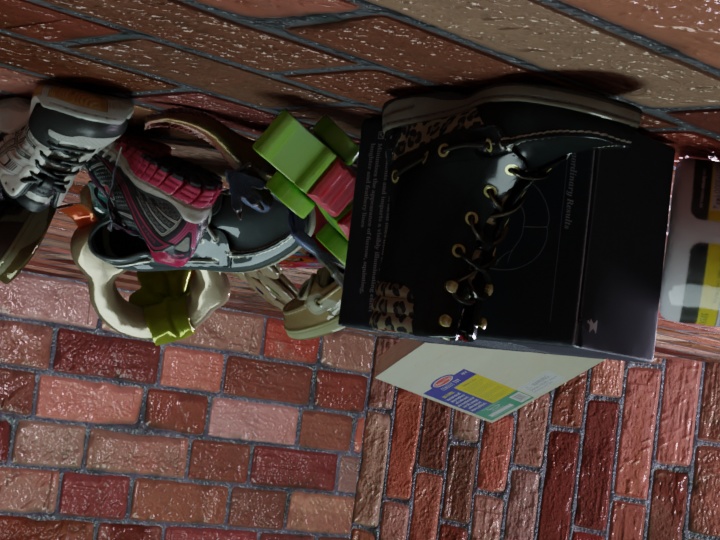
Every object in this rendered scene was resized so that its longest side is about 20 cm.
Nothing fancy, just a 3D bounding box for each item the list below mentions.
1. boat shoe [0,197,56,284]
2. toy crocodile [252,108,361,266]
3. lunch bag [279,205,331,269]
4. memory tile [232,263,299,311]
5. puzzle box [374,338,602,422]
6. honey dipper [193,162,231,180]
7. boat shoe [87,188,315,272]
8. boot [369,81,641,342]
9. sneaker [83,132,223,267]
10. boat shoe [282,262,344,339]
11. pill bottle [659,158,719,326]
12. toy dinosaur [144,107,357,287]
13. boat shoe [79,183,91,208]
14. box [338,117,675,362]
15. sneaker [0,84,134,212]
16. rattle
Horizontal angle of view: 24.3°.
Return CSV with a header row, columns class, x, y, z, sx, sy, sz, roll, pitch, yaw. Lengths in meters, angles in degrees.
class,x,y,z,sx,sy,sz,roll,pitch,yaw
boat shoe,-0.288,-0.067,1.394,0.066,0.072,0.202,39,-155,-22
toy crocodile,-0.010,-0.050,1.208,0.062,0.068,0.200,44,178,42
lunch bag,-0.012,-0.042,1.535,0.174,0.083,0.200,4,177,-13
memory tile,-0.123,-0.021,1.540,0.199,0.017,0.154,35,168,34
puzzle box,0.114,0.076,1.489,0.132,0.026,0.200,22,149,-20
honey dipper,-0.144,-0.085,1.428,0.198,0.038,0.038,5,175,13
boat shoe,-0.135,-0.031,1.387,0.198,0.074,0.062,-5,-178,22
boot,0.082,-0.032,1.021,0.073,0.156,0.203,11,174,-40
sneaker,-0.185,-0.067,1.346,0.080,0.075,0.200,12,-168,-34
boat shoe,-0.001,0.001,1.406,0.200,0.063,0.073,-24,-166,46
pill bottle,0.310,-0.011,1.149,0.198,0.116,0.114,7,175,10
toy dinosaur,-0.046,-0.084,1.310,0.200,0.105,0.181,42,-171,3
boat shoe,-0.198,-0.062,1.663,0.068,0.075,0.199,27,-173,28
box,0.098,-0.023,1.142,0.199,0.150,0.107,4,174,40
sneaker,-0.228,-0.087,1.261,0.075,0.089,0.199,12,172,-27
rattle,-0.211,-0.038,1.535,0.130,0.144,0.200,-30,125,31
